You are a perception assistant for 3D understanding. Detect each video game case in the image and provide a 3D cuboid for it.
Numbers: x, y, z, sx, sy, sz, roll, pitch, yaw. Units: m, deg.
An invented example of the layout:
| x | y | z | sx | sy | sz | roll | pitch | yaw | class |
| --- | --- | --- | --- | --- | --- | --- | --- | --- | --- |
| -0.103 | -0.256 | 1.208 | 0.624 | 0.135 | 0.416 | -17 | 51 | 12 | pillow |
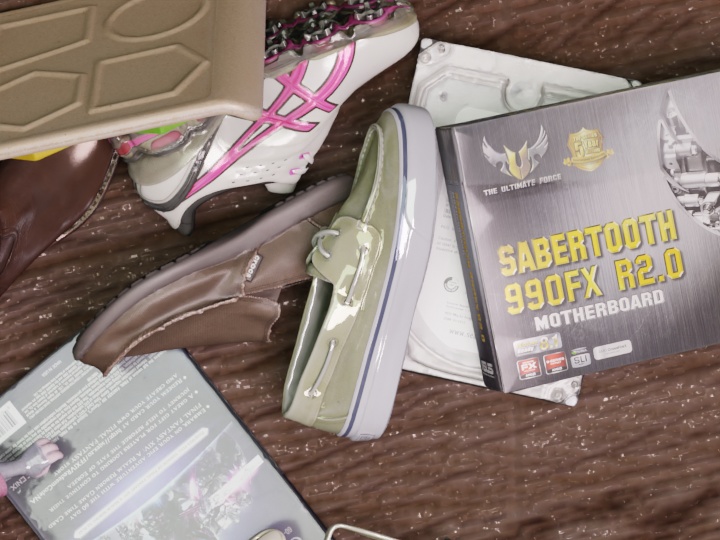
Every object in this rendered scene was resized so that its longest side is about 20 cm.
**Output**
| x | y | z | sx | sy | sz | roll | pitch | yaw | class |
| --- | --- | --- | --- | --- | --- | --- | --- | --- | --- |
| -0.131 | 0.132 | 1.698 | 0.143 | 0.019 | 0.200 | -39 | 87 | 4 | video game case |

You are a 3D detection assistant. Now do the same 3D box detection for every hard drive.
| x | y | z | sx | sy | sz | roll | pitch | yaw | class |
| --- | --- | --- | --- | --- | --- | --- | --- | --- | --- |
| 0.084 | -0.029 | 1.671 | 0.139 | 0.038 | 0.201 | 13 | 90 | 5 | hard drive |

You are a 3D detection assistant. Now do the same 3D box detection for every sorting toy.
| x | y | z | sx | sy | sz | roll | pitch | yaw | class |
| --- | --- | --- | --- | --- | --- | --- | --- | --- | --- |
| -0.155 | -0.116 | 1.634 | 0.199 | 0.185 | 0.037 | -7 | 121 | 3 | sorting toy |

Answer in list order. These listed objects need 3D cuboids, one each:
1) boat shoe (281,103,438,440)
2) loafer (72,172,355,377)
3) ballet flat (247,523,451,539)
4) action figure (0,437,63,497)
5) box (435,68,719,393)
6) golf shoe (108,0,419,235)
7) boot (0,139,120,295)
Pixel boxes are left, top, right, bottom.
| x | y | z | sx | sy | sz | roll | pitch | yaw | class |
| --- | --- | --- | --- | --- | --- | --- | --- | --- | --- |
| 0.000 | 0.000 | 1.618 | 0.062 | 0.072 | 0.201 | 9 | 93 | -17 | boat shoe |
| -0.078 | 0.015 | 1.658 | 0.200 | 0.073 | 0.071 | -29 | 92 | -4 | loafer |
| -0.032 | 0.184 | 1.655 | 0.199 | 0.074 | 0.075 | 1 | 90 | -14 | ballet flat |
| -0.275 | 0.136 | 1.645 | 0.200 | 0.149 | 0.134 | 34 | 101 | 27 | action figure |
| 0.156 | -0.027 | 1.625 | 0.199 | 0.048 | 0.159 | -12 | 96 | -12 | box |
| -0.048 | -0.098 | 1.675 | 0.200 | 0.073 | 0.092 | -27 | 112 | 5 | golf shoe |
| -0.212 | -0.035 | 1.615 | 0.064 | 0.200 | 0.187 | 34 | 93 | 4 | boot |
